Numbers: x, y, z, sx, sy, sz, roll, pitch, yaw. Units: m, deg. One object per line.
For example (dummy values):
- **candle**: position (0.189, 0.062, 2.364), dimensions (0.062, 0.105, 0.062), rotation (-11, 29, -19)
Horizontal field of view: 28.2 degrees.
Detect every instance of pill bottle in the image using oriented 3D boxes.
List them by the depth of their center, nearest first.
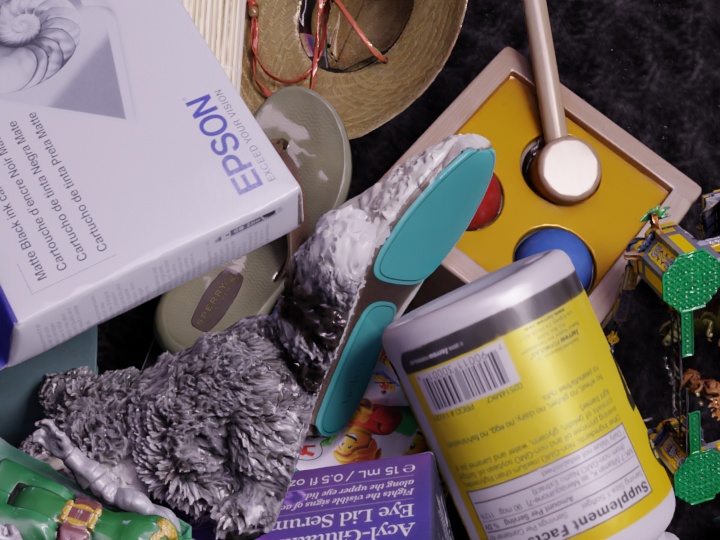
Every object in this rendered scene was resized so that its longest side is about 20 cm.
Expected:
- **pill bottle**: position (0.100, 0.101, 0.772), dimensions (0.113, 0.114, 0.202), rotation (-25, 92, -20)

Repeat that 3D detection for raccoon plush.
- **raccoon plush**: position (-0.085, 0.039, 0.703), dimensions (0.133, 0.097, 0.202), rotation (19, 103, -5)

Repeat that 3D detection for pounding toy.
- **pounding toy**: position (0.104, -0.056, 0.902), dimensions (0.184, 0.143, 0.200), rotation (38, 64, 11)

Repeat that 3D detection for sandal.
- **sandal**: position (-0.061, -0.031, 0.873), dimensions (0.079, 0.058, 0.202), rotation (19, 62, 8)

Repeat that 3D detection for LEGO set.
- **LEGO set**: position (0.216, 0.029, 0.864), dimensions (0.152, 0.202, 0.116), rotation (-22, 29, -6)

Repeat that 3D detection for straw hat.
- **straw hat**: position (0.007, -0.174, 0.968), dimensions (0.085, 0.200, 0.202), rotation (9, 49, -56)

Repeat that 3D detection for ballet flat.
- **ballet flat**: position (0.000, 0.000, 0.815), dimensions (0.071, 0.072, 0.201), rotation (32, 100, 9)

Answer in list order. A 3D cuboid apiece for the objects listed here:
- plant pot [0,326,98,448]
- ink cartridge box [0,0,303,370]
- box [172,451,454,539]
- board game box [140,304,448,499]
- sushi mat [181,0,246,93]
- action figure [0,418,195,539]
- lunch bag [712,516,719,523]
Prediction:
- **plant pot**: position (-0.249, 0.025, 0.788), dimensions (0.194, 0.201, 0.202), rotation (-1, 63, -18)
- **ink cartridge box**: position (-0.159, -0.062, 0.684), dimensions (0.199, 0.041, 0.200), rotation (-27, 65, -15)
- **box**: position (-0.023, 0.200, 0.707), dimensions (0.146, 0.105, 0.201), rotation (-10, 31, 7)
- **board game box**: position (-0.037, 0.087, 0.867), dimensions (0.198, 0.035, 0.127), rotation (18, 62, 2)
- **sushi mat**: position (-0.107, -0.118, 0.788), dimensions (0.095, 0.012, 0.203), rotation (7, 84, -35)
- **action figure**: position (-0.148, 0.110, 0.636), dimensions (0.198, 0.055, 0.119), rotation (19, 38, -2)
- **lunch bag**: position (0.257, 0.179, 0.789), dimensions (0.122, 0.171, 0.200), rotation (44, 65, 6)
